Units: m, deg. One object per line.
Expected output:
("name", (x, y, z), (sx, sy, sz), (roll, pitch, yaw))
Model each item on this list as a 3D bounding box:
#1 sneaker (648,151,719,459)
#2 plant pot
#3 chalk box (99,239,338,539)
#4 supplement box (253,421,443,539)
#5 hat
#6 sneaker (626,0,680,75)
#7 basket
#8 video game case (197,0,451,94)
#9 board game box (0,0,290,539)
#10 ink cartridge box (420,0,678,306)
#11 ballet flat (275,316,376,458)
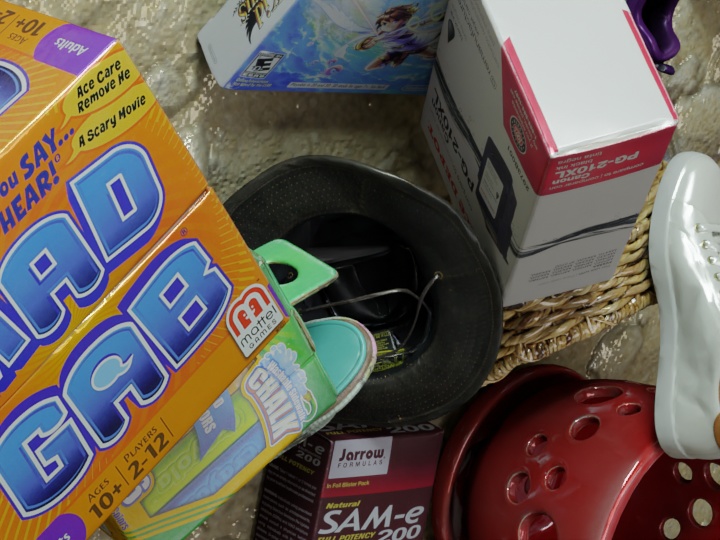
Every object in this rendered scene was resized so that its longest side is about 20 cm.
("sneaker", (0.238, 0.021, 1.382), (0.073, 0.084, 0.201), (1, 86, -46))
("plant pot", (0.165, 0.167, 1.512), (0.200, 0.182, 0.201), (-18, 119, -38))
("chalk box", (-0.105, 0.046, 1.234), (0.200, 0.124, 0.124), (-43, 132, -17))
("supplement box", (-0.017, 0.195, 1.437), (0.109, 0.061, 0.201), (-1, 106, -43))
("hat", (0.000, 0.000, 1.344), (0.081, 0.200, 0.201), (-74, 156, -56))
("sneaker", (0.202, -0.236, 1.453), (0.074, 0.087, 0.201), (-11, 114, -41))
("basket", (0.141, 0.017, 1.457), (0.200, 0.142, 0.150), (-23, 121, -35))
("video game case", (0.032, -0.174, 1.266), (0.199, 0.046, 0.181), (-3, 149, -41))
("board game box", (-0.200, 0.001, 1.079), (0.200, 0.199, 0.200), (-47, 133, -20))
("ink cartridge box", (0.107, -0.088, 1.277), (0.084, 0.145, 0.200), (-15, 156, -13))
("ballet flat", (-0.072, 0.100, 1.320), (0.200, 0.069, 0.071), (-35, 151, 0))
